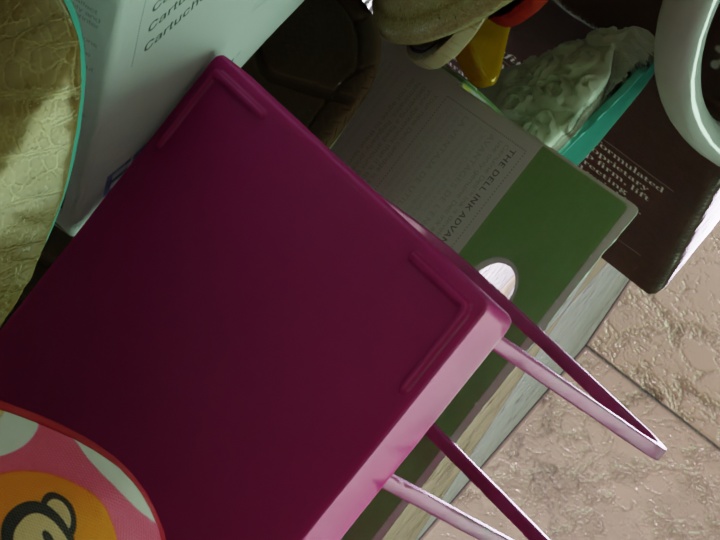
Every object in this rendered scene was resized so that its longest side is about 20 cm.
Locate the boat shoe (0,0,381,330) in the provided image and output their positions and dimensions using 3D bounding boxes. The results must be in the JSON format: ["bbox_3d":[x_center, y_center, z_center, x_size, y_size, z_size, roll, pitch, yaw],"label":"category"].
[{"bbox_3d":[-0.071,-0.010,0.864,0.202,0.075,0.075,-44,-176,-22],"label":"boat shoe"}]

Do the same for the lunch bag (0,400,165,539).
[{"bbox_3d":[-0.141,0.110,0.638,0.082,0.175,0.201,-50,154,-55],"label":"lunch bag"}]

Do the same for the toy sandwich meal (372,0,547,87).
[{"bbox_3d":[0.087,-0.133,0.848,0.205,0.070,0.205,-41,-161,18],"label":"toy sandwich meal"}]

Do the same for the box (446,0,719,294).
[{"bbox_3d":[0.119,-0.124,1.100,0.164,0.166,0.200,-49,172,-16],"label":"box"}]

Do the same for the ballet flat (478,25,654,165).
[{"bbox_3d":[0.025,-0.021,0.982,0.200,0.072,0.072,-52,172,18],"label":"ballet flat"}]

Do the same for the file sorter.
[{"bbox_3d":[-0.031,0.074,0.772,0.200,0.139,0.125,-51,136,5],"label":"file sorter"}]

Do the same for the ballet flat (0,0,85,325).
[{"bbox_3d":[-0.130,0.007,0.661,0.072,0.068,0.200,-31,163,-48],"label":"ballet flat"}]

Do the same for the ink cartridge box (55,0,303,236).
[{"bbox_3d":[-0.021,-0.126,0.747,0.200,0.041,0.200,-49,171,-26],"label":"ink cartridge box"}]

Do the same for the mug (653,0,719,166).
[{"bbox_3d":[0.186,-0.081,0.906,0.199,0.148,0.176,5,122,-31],"label":"mug"}]

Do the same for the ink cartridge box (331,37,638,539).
[{"bbox_3d":[0.000,0.000,0.913,0.146,0.200,0.048,-52,136,1],"label":"ink cartridge box"}]
